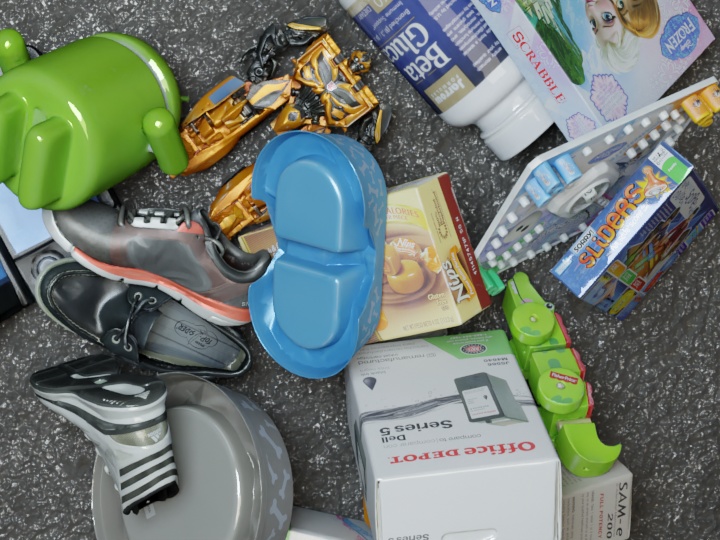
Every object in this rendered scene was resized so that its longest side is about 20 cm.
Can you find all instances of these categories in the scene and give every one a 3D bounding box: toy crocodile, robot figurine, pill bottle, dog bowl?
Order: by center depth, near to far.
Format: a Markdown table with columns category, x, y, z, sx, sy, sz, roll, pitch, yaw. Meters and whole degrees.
| category | x | y | z | sx | sy | sz | roll | pitch | yaw |
| --- | --- | --- | --- | --- | --- | --- | --- | --- | --- |
| dog bowl | -0.031 | -0.016 | 1.105 | 0.111 | 0.049 | 0.202 | 15 | 113 | 32 |
| robot figurine | -0.222 | -0.122 | 1.110 | 0.174 | 0.200 | 0.117 | 25 | 122 | 16 |
| dog bowl | -0.139 | 0.187 | 1.163 | 0.199 | 0.058 | 0.202 | -6 | 80 | 38 |
| pill bottle | 0.084 | -0.194 | 1.175 | 0.111 | 0.111 | 0.200 | -43 | 98 | -1 |
| toy crocodile | 0.164 | 0.086 | 1.182 | 0.061 | 0.201 | 0.068 | -7 | 137 | -11 |
| robot figurine | -0.069 | -0.122 | 1.186 | 0.199 | 0.058 | 0.145 | -38 | 99 | 5 |

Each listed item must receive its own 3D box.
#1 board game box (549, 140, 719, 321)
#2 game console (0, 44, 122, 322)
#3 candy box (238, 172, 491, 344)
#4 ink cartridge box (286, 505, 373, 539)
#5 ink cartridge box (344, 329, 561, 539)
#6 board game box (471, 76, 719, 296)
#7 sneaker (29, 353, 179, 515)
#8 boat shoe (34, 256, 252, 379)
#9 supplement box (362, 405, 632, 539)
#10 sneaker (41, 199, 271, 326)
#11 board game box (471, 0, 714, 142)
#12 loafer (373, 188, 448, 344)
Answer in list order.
| category | x | y | z | sx | sy | sz | roll | pitch | yaw |
| --- | --- | --- | --- | --- | --- | --- | --- | --- | --- |
| board game box | 0.235 | -0.027 | 1.159 | 0.034 | 0.200 | 0.136 | 43 | 98 | 20 |
| game console | -0.306 | -0.065 | 1.145 | 0.175 | 0.116 | 0.201 | -27 | 98 | -2 |
| candy box | 0.000 | 0.000 | 1.155 | 0.199 | 0.055 | 0.117 | -13 | 98 | 39 |
| ink cartridge box | -0.027 | 0.297 | 1.223 | 0.198 | 0.088 | 0.147 | 14 | 93 | -9 |
| ink cartridge box | 0.069 | 0.138 | 1.120 | 0.144 | 0.200 | 0.085 | -6 | 117 | -6 |
| board game box | 0.186 | -0.060 | 1.131 | 0.199 | 0.200 | 0.026 | -26 | 70 | -27 |
| sneaker | -0.212 | 0.140 | 1.142 | 0.075 | 0.200 | 0.117 | -17 | 105 | -30 |
| boat shoe | -0.176 | 0.047 | 1.166 | 0.198 | 0.066 | 0.075 | 30 | 87 | -26 |
| supplement box | 0.115 | 0.195 | 1.179 | 0.198 | 0.126 | 0.074 | -14 | 120 | -18 |
| sneaker | -0.162 | -0.031 | 1.148 | 0.198 | 0.077 | 0.082 | 24 | 119 | -14 |
| board game box | 0.191 | -0.225 | 1.164 | 0.200 | 0.041 | 0.200 | 53 | 52 | -9 |
| loafer | 0.039 | 0.029 | 1.210 | 0.069 | 0.070 | 0.202 | -16 | 100 | -4 |
